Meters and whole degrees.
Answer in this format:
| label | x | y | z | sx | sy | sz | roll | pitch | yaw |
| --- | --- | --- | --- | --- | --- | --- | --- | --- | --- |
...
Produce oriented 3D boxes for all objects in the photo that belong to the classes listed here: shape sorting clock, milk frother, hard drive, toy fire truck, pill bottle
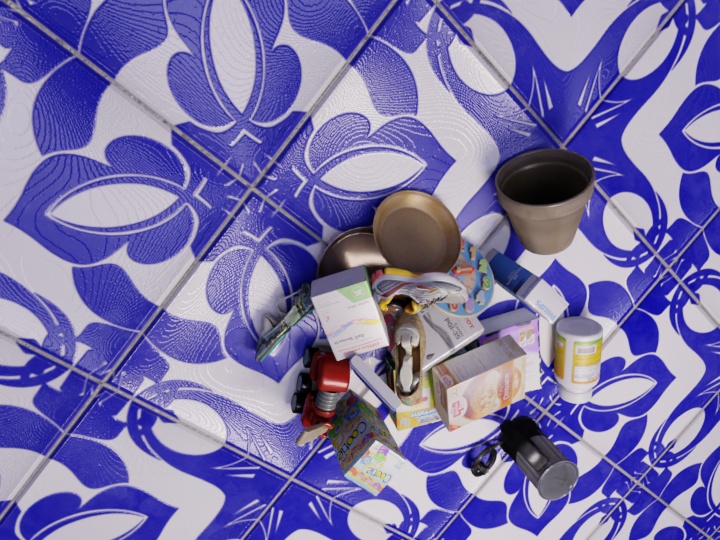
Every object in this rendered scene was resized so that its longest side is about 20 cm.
| label | x | y | z | sx | sy | sz | roll | pitch | yaw |
| --- | --- | --- | --- | --- | --- | --- | --- | --- | --- |
| shape sorting clock | 0.202 | 0.006 | 1.215 | 0.198 | 0.202 | 0.039 | 8 | 147 | -20 |
| milk frother | 0.408 | 0.502 | 1.446 | 0.179 | 0.188 | 0.201 | 24 | 101 | -23 |
| hard drive | 0.032 | 0.245 | 1.201 | 0.025 | 0.200 | 0.132 | -43 | 78 | -9 |
| toy fire truck | -0.085 | 0.274 | 1.195 | 0.127 | 0.200 | 0.178 | 10 | 106 | -21 |
| pill bottle | 0.548 | 0.229 | 1.433 | 0.110 | 0.111 | 0.202 | -10 | 113 | -14 |

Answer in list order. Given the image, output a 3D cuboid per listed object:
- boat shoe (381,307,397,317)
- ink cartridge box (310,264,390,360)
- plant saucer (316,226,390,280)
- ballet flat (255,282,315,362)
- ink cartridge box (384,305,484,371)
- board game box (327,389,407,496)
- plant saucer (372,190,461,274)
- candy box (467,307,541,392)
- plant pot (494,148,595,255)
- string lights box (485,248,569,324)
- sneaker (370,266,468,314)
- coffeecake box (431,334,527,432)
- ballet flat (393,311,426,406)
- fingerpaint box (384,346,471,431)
| label | x | y | z | sx | sy | sz | roll | pitch | yaw |
| --- | --- | --- | --- | --- | --- | --- | --- | --- | --- |
| boat shoe | 0.043 | 0.062 | 1.198 | 0.198 | 0.072 | 0.068 | -2 | 117 | -10 |
| ink cartridge box | -0.014 | 0.102 | 1.133 | 0.116 | 0.068 | 0.201 | -17 | 119 | 5 |
| plant saucer | 0.000 | 0.000 | 1.214 | 0.198 | 0.035 | 0.202 | -6 | 111 | -15 |
| ballet flat | -0.164 | 0.103 | 1.188 | 0.200 | 0.074 | 0.074 | -44 | 116 | 4 |
| ink cartridge box | 0.149 | 0.127 | 1.244 | 0.199 | 0.083 | 0.147 | -32 | 74 | -4 |
| board game box | 0.004 | 0.377 | 1.262 | 0.105 | 0.200 | 0.103 | 41 | 94 | -26 |
| plant saucer | 0.114 | -0.069 | 1.178 | 0.198 | 0.035 | 0.202 | 7 | 68 | -17 |
| candy box | 0.351 | 0.212 | 1.385 | 0.166 | 0.072 | 0.202 | -14 | 113 | -13 |
| plant pot | 0.397 | -0.134 | 1.222 | 0.199 | 0.200 | 0.174 | -25 | 131 | -8 |
| string lights box | 0.354 | 0.031 | 1.247 | 0.103 | 0.200 | 0.059 | 37 | 96 | -26 |
| sneaker | 0.116 | 0.051 | 1.100 | 0.198 | 0.083 | 0.078 | 4 | 146 | -14 |
| coffeecake box | 0.266 | 0.253 | 1.269 | 0.198 | 0.073 | 0.155 | -21 | 130 | -12 |
| ballet flat | 0.100 | 0.173 | 1.159 | 0.070 | 0.065 | 0.202 | -6 | 73 | 11 |
| fingerpaint box | 0.165 | 0.272 | 1.345 | 0.198 | 0.073 | 0.169 | -11 | 112 | -12 |
